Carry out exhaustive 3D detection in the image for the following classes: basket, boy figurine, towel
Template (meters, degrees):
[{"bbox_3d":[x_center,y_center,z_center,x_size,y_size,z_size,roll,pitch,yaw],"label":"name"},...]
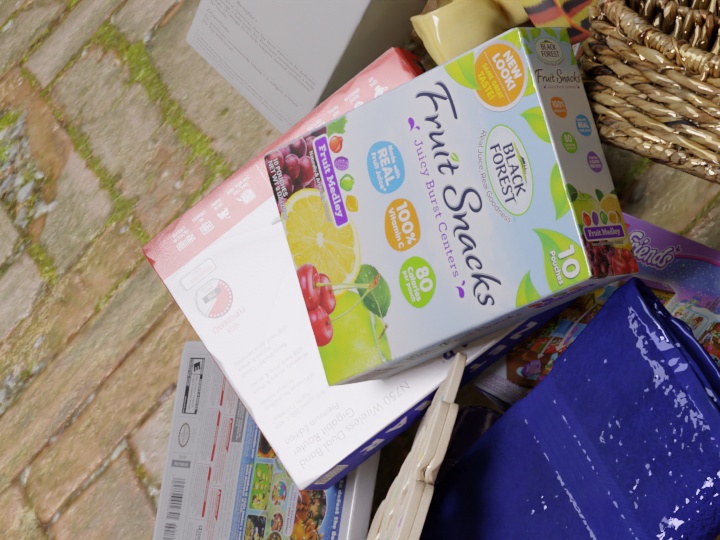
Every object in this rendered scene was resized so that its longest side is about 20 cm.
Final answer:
[{"bbox_3d":[0.223,-0.114,1.489,0.199,0.142,0.150,24,96,36],"label":"basket"},{"bbox_3d":[0.093,-0.199,1.872,0.124,0.065,0.200,-14,30,47],"label":"boy figurine"},{"bbox_3d":[0.124,0.121,1.462,0.200,0.049,0.148,-47,47,21],"label":"towel"}]

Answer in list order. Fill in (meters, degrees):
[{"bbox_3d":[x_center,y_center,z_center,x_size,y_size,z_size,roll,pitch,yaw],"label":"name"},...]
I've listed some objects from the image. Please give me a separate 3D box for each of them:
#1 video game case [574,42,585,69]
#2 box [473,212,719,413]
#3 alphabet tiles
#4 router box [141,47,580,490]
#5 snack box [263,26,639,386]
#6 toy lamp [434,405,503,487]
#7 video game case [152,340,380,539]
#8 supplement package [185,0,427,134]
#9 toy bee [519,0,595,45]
[{"bbox_3d":[0.202,-0.216,1.739,0.201,0.022,0.182,-69,14,-14],"label":"video game case"},{"bbox_3d":[0.165,0.048,1.562,0.137,0.039,0.200,-52,31,-6],"label":"box"},{"bbox_3d":[0.017,0.148,1.529,0.200,0.015,0.197,114,175,-63],"label":"alphabet tiles"},{"bbox_3d":[0.000,0.000,1.623,0.200,0.049,0.180,-38,76,12],"label":"router box"},{"bbox_3d":[0.046,-0.033,1.519,0.199,0.053,0.143,-24,79,39],"label":"snack box"},{"bbox_3d":[0.045,0.168,1.559,0.058,0.058,0.201,-13,47,43],"label":"toy lamp"},{"bbox_3d":[-0.058,0.118,1.721,0.199,0.018,0.144,1,79,51],"label":"video game case"},{"bbox_3d":[-0.022,-0.204,1.891,0.117,0.117,0.200,-40,-10,-33],"label":"supplement package"},{"bbox_3d":[0.128,-0.251,1.780,0.131,0.108,0.201,-39,34,41],"label":"toy bee"}]
